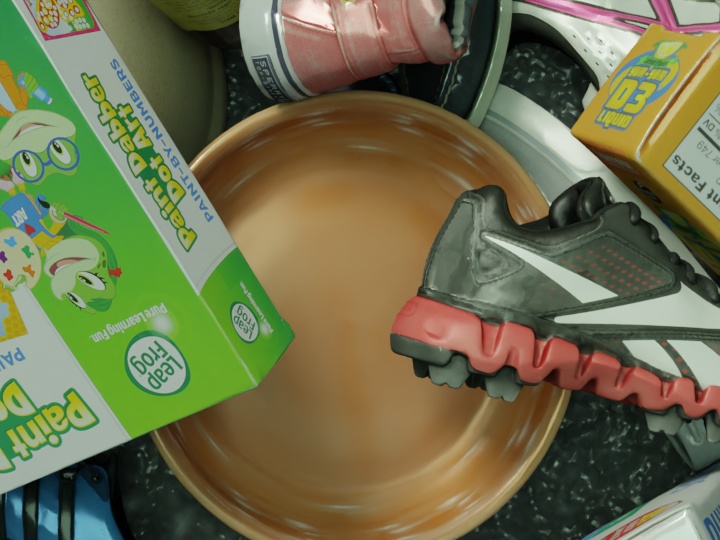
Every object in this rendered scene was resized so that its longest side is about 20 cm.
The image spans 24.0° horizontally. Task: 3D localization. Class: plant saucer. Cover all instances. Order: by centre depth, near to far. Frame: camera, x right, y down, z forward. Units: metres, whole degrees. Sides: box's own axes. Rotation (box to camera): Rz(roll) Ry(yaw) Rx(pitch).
[{"bbox_3d":[-0.003,0.024,0.734,0.198,0.037,0.202,0,90,-13],"label":"plant saucer"}]

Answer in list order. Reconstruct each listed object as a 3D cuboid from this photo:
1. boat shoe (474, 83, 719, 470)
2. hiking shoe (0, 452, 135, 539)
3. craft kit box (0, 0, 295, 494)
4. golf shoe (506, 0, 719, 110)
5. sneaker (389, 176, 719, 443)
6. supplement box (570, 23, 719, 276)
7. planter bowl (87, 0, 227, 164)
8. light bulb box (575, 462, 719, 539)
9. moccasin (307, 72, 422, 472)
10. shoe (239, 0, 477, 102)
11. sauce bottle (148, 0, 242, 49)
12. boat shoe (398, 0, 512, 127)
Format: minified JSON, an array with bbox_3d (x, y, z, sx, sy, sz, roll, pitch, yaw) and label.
[{"bbox_3d":[0.110,0.005,0.782,0.068,0.072,0.200,-41,91,-4],"label":"boat shoe"},{"bbox_3d":[-0.154,0.107,0.790,0.087,0.074,0.200,-44,92,-8],"label":"hiking shoe"},{"bbox_3d":[-0.157,-0.012,0.665,0.199,0.049,0.198,-24,108,30],"label":"craft kit box"},{"bbox_3d":[0.149,-0.095,0.788,0.199,0.073,0.093,31,92,18],"label":"golf shoe"},{"bbox_3d":[0.115,0.015,0.706,0.199,0.071,0.099,13,89,-11],"label":"sneaker"},{"bbox_3d":[0.184,-0.018,0.731,0.200,0.067,0.069,42,87,-21],"label":"supplement box"},{"bbox_3d":[-0.170,-0.089,0.775,0.198,0.135,0.202,-1,83,6],"label":"planter bowl"},{"bbox_3d":[0.136,0.198,0.677,0.124,0.198,0.201,-30,81,14],"label":"light bulb box"},{"bbox_3d":[0.000,0.000,0.786,0.080,0.068,0.202,-1,83,4],"label":"moccasin"},{"bbox_3d":[0.007,-0.164,0.728,0.090,0.072,0.202,-7,58,20],"label":"shoe"},{"bbox_3d":[-0.067,-0.136,0.742,0.064,0.200,0.065,-7,70,20],"label":"sauce bottle"},{"bbox_3d":[0.032,-0.159,0.792,0.061,0.075,0.202,10,80,-35],"label":"boat shoe"}]
